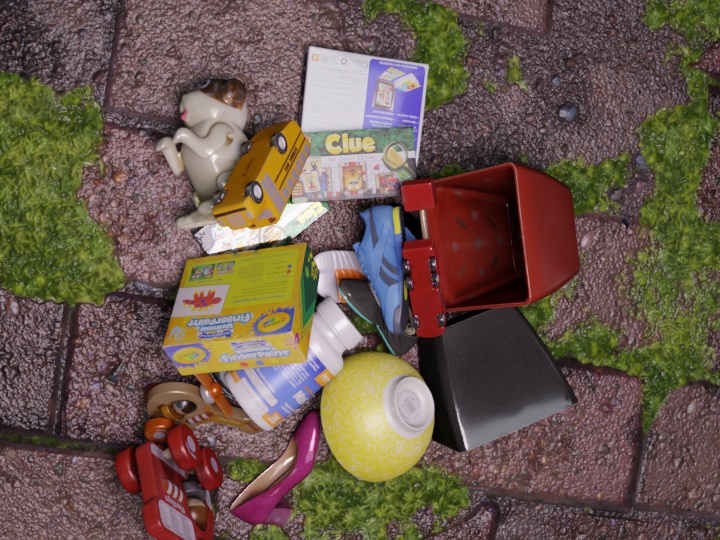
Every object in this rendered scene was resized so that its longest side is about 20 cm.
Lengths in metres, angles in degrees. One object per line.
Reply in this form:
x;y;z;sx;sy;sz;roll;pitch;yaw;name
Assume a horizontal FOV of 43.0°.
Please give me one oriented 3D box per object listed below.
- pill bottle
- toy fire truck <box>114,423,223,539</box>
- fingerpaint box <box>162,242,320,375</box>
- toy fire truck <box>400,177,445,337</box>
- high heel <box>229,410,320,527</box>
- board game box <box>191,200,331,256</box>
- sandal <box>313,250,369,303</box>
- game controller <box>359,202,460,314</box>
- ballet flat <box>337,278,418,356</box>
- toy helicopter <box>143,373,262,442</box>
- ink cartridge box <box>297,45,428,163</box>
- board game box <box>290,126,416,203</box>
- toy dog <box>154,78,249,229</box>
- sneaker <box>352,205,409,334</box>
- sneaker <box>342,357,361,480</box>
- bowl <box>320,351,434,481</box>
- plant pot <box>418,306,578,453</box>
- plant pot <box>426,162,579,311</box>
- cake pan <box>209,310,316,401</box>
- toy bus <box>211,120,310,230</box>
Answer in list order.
-0.096;0.134;1.362;0.199;0.112;0.113;-39;100;-1;pill bottle
-0.268;0.337;1.335;0.111;0.170;0.201;-23;142;5;toy fire truck
-0.168;0.057;1.324;0.197;0.169;0.074;-8;137;15;fingerpaint box
0.095;-0.020;1.362;0.048;0.142;0.203;-6;117;12;toy fire truck
-0.130;0.307;1.432;0.095;0.067;0.203;18;94;-23;high heel
-0.153;-0.077;1.426;0.199;0.023;0.105;-38;98;-6;board game box
0.000;0.009;1.449;0.204;0.059;0.081;0;93;-33;sandal
0.081;-0.007;1.439;0.200;0.042;0.105;49;63;-20;game controller
0.036;0.059;1.404;0.068;0.068;0.200;-33;137;7;ballet flat
-0.227;0.207;1.391;0.198;0.080;0.132;19;132;-29;toy helicopter
0.000;-0.235;1.435;0.195;0.043;0.204;6;91;-12;ink cartridge box
-0.012;-0.161;1.397;0.196;0.023;0.107;-6;91;-11;board game box
-0.201;-0.181;1.343;0.191;0.139;0.203;-11;87;-23;toy dog
0.030;0.000;1.346;0.077;0.066;0.203;-6;68;7;sneaker
0.010;0.226;1.466;0.104;0.075;0.203;-15;97;-28;sneaker
0.048;0.212;1.383;0.198;0.107;0.203;16;64;-36;bowl
0.193;0.155;1.434;0.197;0.199;0.180;-20;89;-9;plant pot
0.228;-0.050;1.408;0.174;0.198;0.204;-5;88;-40;plant pot
-0.152;0.116;1.433;0.197;0.037;0.204;-1;94;-11;cake pan
-0.135;-0.127;1.269;0.064;0.202;0.079;-11;130;28;toy bus
